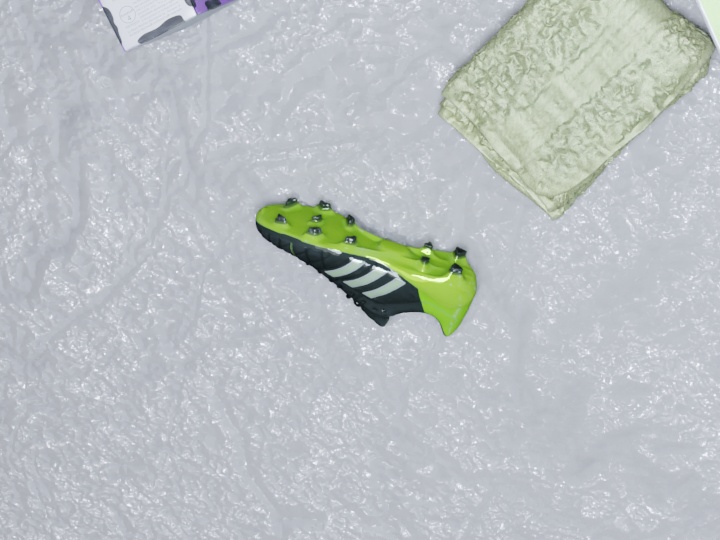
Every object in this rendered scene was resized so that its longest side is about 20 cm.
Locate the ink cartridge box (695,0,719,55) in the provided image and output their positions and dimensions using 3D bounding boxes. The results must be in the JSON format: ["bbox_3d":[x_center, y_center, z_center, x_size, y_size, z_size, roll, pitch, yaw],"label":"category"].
[{"bbox_3d":[0.282,-0.201,1.192,0.075,0.200,0.149,-24,99,18],"label":"ink cartridge box"}]

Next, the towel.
[{"bbox_3d":[0.171,-0.155,1.318,0.148,0.036,0.200,44,111,-1],"label":"towel"}]

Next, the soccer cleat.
[{"bbox_3d":[0.000,0.000,1.389,0.199,0.068,0.082,19,122,7],"label":"soccer cleat"}]

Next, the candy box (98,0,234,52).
[{"bbox_3d":[-0.178,-0.287,1.289,0.071,0.168,0.201,-24,99,16],"label":"candy box"}]
